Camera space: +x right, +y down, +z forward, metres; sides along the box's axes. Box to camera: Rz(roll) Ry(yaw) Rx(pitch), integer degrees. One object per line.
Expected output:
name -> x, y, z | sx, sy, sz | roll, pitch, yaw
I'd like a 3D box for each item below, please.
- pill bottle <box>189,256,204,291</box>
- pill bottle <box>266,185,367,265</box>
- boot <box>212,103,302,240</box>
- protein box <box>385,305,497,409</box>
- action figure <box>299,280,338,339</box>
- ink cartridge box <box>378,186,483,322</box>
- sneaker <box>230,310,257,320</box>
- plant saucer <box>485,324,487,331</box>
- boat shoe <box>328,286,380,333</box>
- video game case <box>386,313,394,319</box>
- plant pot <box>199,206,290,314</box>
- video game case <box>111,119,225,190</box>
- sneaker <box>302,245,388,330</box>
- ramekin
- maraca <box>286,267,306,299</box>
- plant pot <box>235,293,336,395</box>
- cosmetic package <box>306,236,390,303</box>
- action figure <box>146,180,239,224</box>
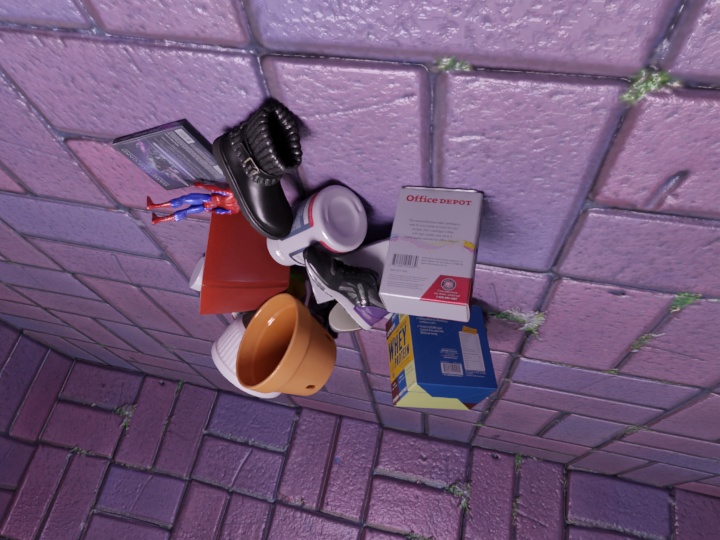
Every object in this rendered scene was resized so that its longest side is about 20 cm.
pill bottle -> -0.337, 0.044, 1.385 | 0.198, 0.114, 0.112 | 27, 152, -27
pill bottle -> -0.091, -0.075, 1.005 | 0.119, 0.121, 0.199 | 31, 151, -31
boot -> -0.141, -0.150, 0.862 | 0.156, 0.080, 0.213 | -9, 123, 41
protein box -> 0.175, 0.190, 1.193 | 0.195, 0.203, 0.135 | 8, 145, -17
action figure -> -0.132, 0.112, 1.219 | 0.198, 0.136, 0.148 | -12, 154, 43
ink cartridge box -> 0.124, -0.030, 0.890 | 0.143, 0.203, 0.083 | 6, 157, 17
sneaker -> -0.276, 0.098, 1.328 | 0.081, 0.078, 0.201 | -24, 135, -1
plant saucer -> 0.227, 0.127, 1.354 | 0.197, 0.033, 0.201 | 12, 154, 6
boat shoe -> 0.016, 0.074, 1.058 | 0.072, 0.198, 0.063 | 54, 147, 12
video game case -> 0.094, 0.042, 1.163 | 0.199, 0.024, 0.181 | -30, 141, 30
plant pot -> -0.243, -0.018, 1.137 | 0.173, 0.203, 0.200 | 8, 157, -15
video game case -> -0.346, -0.208, 0.986 | 0.197, 0.019, 0.143 | -1, 150, 32
sneaker -> -0.016, 0.013, 0.945 | 0.087, 0.076, 0.200 | -36, 119, 15
ramekin -> -0.236, 0.189, 1.239 | 0.199, 0.106, 0.200 | 35, -168, -9
maraca -> -0.211, 0.036, 1.308 | 0.198, 0.108, 0.137 | 27, 132, -23
plant pot -> -0.143, 0.168, 1.088 | 0.139, 0.203, 0.198 | 34, 148, -34
cosmetic package -> 0.007, -0.007, 1.044 | 0.198, 0.082, 0.112 | -16, -175, 32
action figure -> -0.301, -0.133, 1.014 | 0.196, 0.052, 0.066 | -9, 134, -12
